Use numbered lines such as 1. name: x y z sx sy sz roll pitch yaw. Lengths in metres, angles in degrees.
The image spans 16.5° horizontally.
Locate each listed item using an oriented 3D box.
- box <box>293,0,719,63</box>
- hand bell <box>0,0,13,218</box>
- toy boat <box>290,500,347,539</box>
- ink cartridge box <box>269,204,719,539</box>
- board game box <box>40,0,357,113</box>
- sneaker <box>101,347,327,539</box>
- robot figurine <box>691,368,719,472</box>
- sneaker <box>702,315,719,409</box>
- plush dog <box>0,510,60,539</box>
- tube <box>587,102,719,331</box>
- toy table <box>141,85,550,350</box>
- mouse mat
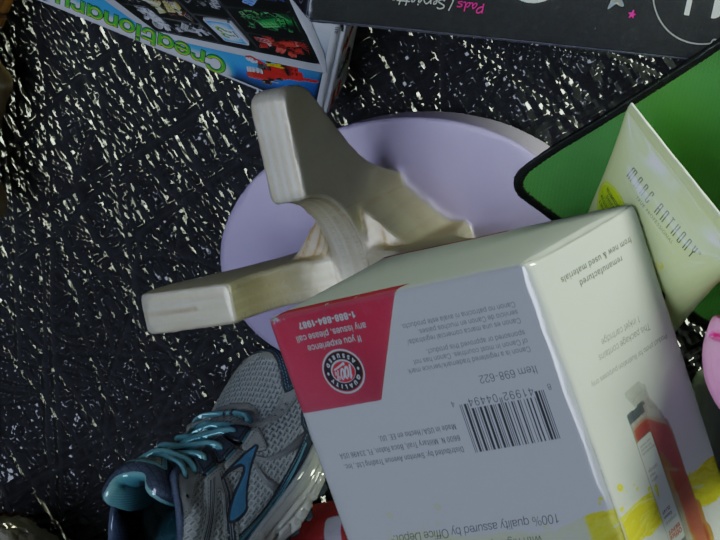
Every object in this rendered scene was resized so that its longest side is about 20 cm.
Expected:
1. box: 0.065 -0.161 1.025 0.199 0.132 0.115 5 109 -16
2. hand bell: -0.187 -0.137 1.261 0.104 0.104 0.201 32 104 19
3. toy boat: -0.024 0.187 1.210 0.199 0.131 0.131 -15 95 31
4. ink cartridge box: 0.068 0.089 1.024 0.145 0.083 0.201 -12 100 41
5. board game box: -0.092 -0.160 1.164 0.199 0.035 0.127 23 140 7
6. sneaker: -0.074 0.107 1.186 0.077 0.201 0.086 -18 128 38
7. robot figurine: 0.212 0.090 1.054 0.169 0.113 0.201 10 94 31
8. sneaker: 0.197 -0.021 0.944 0.079 0.095 0.201 22 97 2
9. plush dog: -0.168 0.210 1.292 0.160 0.200 0.173 -21 103 -2
10. tube: 0.111 0.008 1.055 0.058 0.052 0.200 16 151 -3
11. toy table: 0.000 0.000 1.161 0.199 0.117 0.185 -21 91 30
12. mouse mat: 0.184 -0.050 1.044 0.199 0.161 0.008 -32 43 31
